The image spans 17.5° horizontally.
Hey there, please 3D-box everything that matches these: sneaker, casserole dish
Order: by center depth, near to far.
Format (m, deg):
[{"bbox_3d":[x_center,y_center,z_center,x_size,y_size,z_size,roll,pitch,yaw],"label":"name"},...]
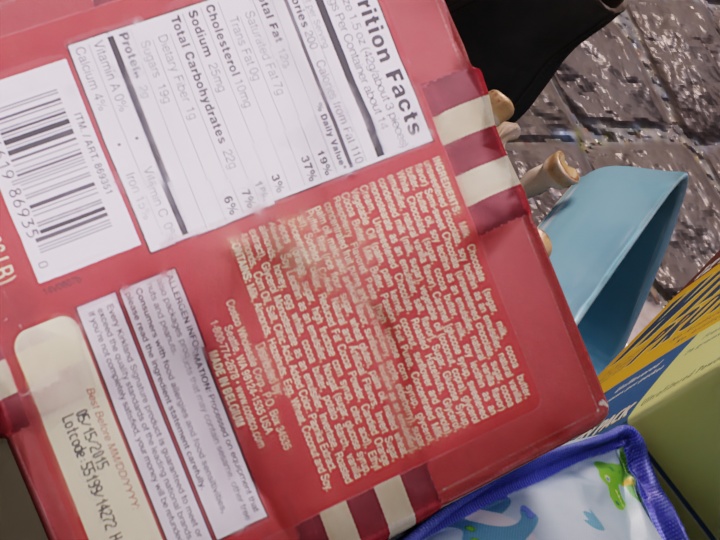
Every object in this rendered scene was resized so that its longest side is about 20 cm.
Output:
[{"bbox_3d":[0.064,0.032,0.847,0.039,0.121,0.200,27,37,13],"label":"casserole dish"},{"bbox_3d":[0.032,-0.160,0.977,0.075,0.106,0.200,-21,75,-52],"label":"sneaker"}]

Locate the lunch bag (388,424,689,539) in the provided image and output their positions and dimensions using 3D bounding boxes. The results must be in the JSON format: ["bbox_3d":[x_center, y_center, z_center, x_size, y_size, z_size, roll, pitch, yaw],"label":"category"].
[{"bbox_3d":[-0.006,0.141,0.624,0.200,0.170,0.128,-12,69,-52],"label":"lunch bag"}]

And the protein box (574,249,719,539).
[{"bbox_3d":[0.177,0.084,0.757,0.199,0.135,0.200,52,45,-1],"label":"protein box"}]

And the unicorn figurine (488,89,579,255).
[{"bbox_3d":[0.000,0.000,0.808,0.074,0.137,0.200,60,20,9],"label":"unicorn figurine"}]

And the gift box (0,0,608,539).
[{"bbox_3d":[-0.082,0.006,0.626,0.199,0.187,0.185,-18,89,-30],"label":"gift box"}]
